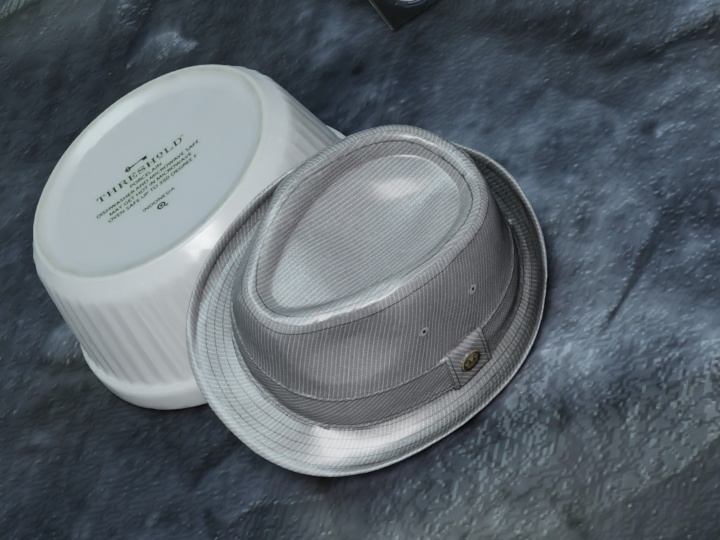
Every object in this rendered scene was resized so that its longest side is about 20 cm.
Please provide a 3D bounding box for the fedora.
[{"bbox_3d":[0.000,0.000,1.446,0.200,0.090,0.177,-34,64,-9],"label":"fedora"}]

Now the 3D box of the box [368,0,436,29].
[{"bbox_3d":[0.068,-0.256,1.732,0.200,0.044,0.160,-34,39,7],"label":"box"}]

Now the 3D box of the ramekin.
[{"bbox_3d":[-0.095,-0.028,1.598,0.202,0.094,0.203,-22,42,21],"label":"ramekin"}]
